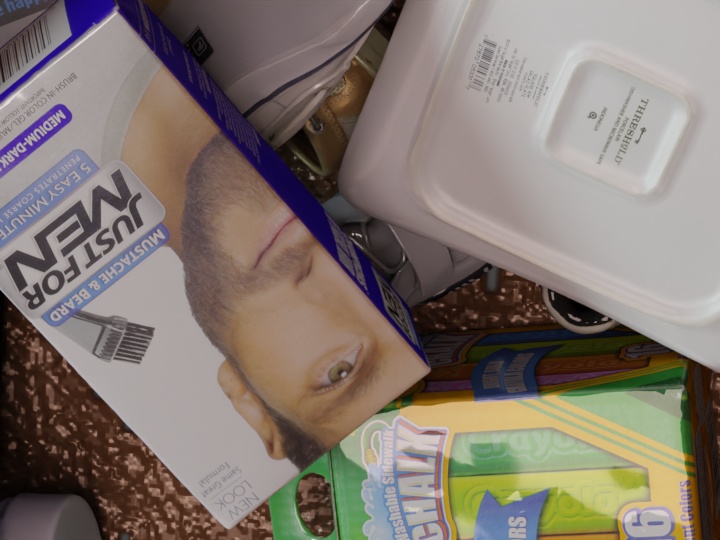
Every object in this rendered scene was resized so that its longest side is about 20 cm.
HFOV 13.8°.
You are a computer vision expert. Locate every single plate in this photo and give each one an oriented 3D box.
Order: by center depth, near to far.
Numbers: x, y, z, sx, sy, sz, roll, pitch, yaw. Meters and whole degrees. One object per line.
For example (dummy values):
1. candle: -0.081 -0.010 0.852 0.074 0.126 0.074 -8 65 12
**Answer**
1. plate: 0.104 -0.063 1.173 0.199 0.032 0.200 24 124 4

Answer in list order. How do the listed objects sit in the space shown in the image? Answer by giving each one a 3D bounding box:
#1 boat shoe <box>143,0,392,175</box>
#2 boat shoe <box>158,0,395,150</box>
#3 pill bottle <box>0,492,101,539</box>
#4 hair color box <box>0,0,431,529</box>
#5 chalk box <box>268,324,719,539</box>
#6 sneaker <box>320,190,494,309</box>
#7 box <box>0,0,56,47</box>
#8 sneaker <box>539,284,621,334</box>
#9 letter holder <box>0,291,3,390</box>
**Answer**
1. boat shoe: -0.070 -0.121 1.271 0.200 0.072 0.076 40 72 0
2. boat shoe: -0.038 -0.088 1.212 0.200 0.066 0.072 -45 62 23
3. pill bottle: -0.224 0.155 1.359 0.199 0.114 0.115 -2 103 12
4. hair color box: -0.075 -0.008 1.166 0.109 0.065 0.200 -38 115 8
5. chalk box: 0.053 0.098 1.286 0.199 0.124 0.126 -5 102 12
6. sneaker: 0.000 0.000 1.277 0.200 0.115 0.075 -35 96 17
7. box: -0.206 -0.147 1.321 0.155 0.041 0.201 -18 98 14
8. sneaker: 0.133 -0.060 1.252 0.075 0.088 0.201 21 105 7
9. letter holder: -0.238 0.061 1.290 0.141 0.101 0.201 -8 61 11
